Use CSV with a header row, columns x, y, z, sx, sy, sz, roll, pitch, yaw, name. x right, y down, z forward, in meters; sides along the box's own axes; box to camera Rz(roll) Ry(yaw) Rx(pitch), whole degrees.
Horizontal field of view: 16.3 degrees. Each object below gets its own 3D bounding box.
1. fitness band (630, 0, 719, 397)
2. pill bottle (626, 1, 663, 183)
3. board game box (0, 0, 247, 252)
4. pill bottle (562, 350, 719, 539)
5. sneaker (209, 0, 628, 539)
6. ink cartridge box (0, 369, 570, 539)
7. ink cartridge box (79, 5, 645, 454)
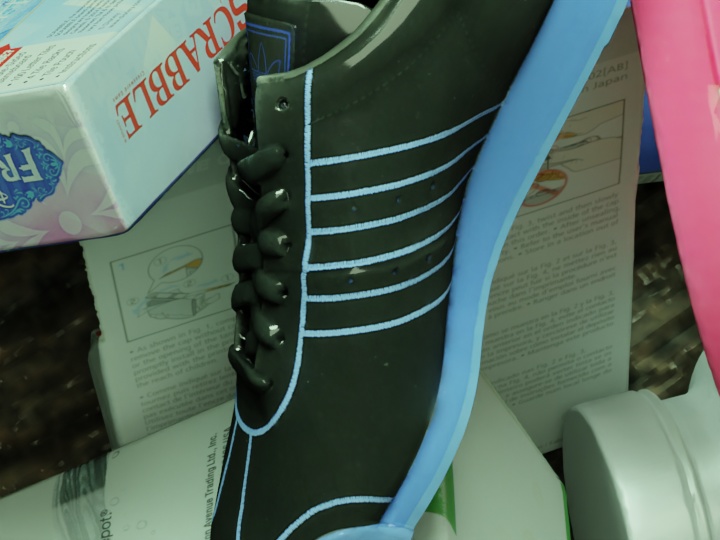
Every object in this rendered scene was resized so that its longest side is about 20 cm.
x,y,z,sx,sy,sz,roll,pitch,yaw,name
0.102,-0.052,0.666,0.037,0.144,0.202,-9,93,14,fitness band
0.080,-0.082,0.788,0.198,0.112,0.113,-8,76,-6,pill bottle
-0.103,-0.062,0.675,0.200,0.198,0.041,-50,127,-51,board game box
0.167,0.060,0.760,0.198,0.112,0.113,-12,77,-8,pill bottle
-0.006,-0.015,0.590,0.077,0.070,0.201,21,91,-26,sneaker
-0.045,0.120,0.669,0.199,0.083,0.147,-23,40,20,ink cartridge box
0.000,0.000,0.716,0.161,0.201,0.057,-18,50,-9,ink cartridge box
